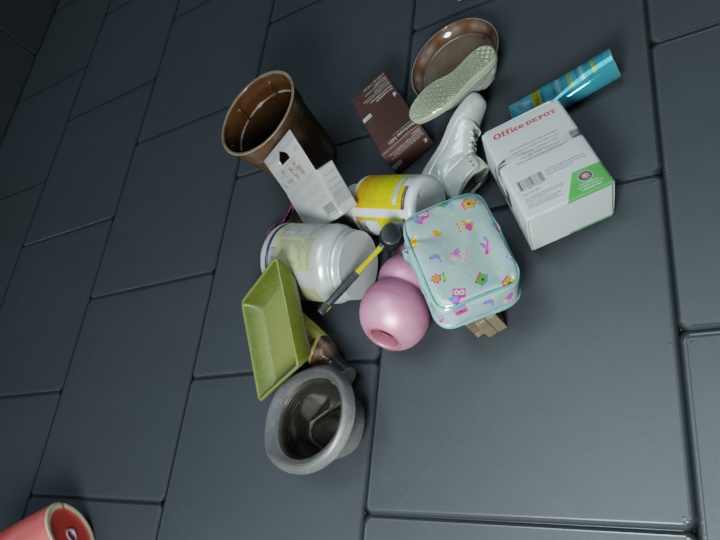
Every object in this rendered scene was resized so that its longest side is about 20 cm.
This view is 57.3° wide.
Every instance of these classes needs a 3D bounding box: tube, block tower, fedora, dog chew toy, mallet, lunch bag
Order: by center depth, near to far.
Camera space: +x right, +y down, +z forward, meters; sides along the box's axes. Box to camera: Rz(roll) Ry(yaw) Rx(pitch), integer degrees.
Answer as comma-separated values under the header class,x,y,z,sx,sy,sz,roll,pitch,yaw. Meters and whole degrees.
class,x,y,z,sx,sy,sz,roll,pitch,yaw
lunch bag,0.153,-0.017,1.040,0.156,0.078,0.204,-23,53,4
block tower,0.176,0.014,1.100,0.053,0.058,0.204,-31,50,17
fedora,-0.066,0.261,1.124,0.197,0.089,0.182,-25,52,33
dog chew toy,0.076,0.032,1.127,0.122,0.125,0.204,2,54,37
mallet,0.000,0.000,1.145,0.041,0.066,0.200,43,93,7
tube,0.354,-0.311,1.155,0.197,0.050,0.079,-28,44,29

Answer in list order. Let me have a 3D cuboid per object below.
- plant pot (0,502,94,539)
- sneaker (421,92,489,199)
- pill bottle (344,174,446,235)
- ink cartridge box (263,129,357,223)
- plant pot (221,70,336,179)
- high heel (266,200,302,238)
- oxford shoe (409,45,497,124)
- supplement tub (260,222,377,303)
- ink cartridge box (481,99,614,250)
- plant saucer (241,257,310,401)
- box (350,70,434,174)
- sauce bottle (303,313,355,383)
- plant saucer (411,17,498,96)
class,x,y,z,sx,sy,sz,roll,pitch,yaw
plant pot,-0.653,0.588,1.341,0.176,0.201,0.202,-37,48,0
sneaker,0.203,-0.218,1.204,0.114,0.073,0.204,30,92,39
pill bottle,0.056,-0.121,1.222,0.197,0.108,0.112,8,70,46
ink cartridge box,-0.100,-0.172,1.265,0.044,0.179,0.199,-34,7,-22
plant pot,-0.163,-0.285,1.427,0.196,0.197,0.206,-17,57,28
high heel,-0.130,-0.102,1.389,0.201,0.066,0.097,-50,35,24
oxford shoe,0.180,-0.339,1.245,0.198,0.058,0.076,-37,55,9
supplement tub,-0.078,-0.015,1.249,0.195,0.144,0.149,4,68,38
ink cartridge box,0.299,-0.158,1.064,0.142,0.085,0.204,-23,52,7
plant saucer,-0.151,0.110,1.209,0.200,0.047,0.206,-43,55,51
box,0.062,-0.307,1.353,0.099,0.075,0.203,-37,51,13
sauce bottle,-0.080,0.143,1.218,0.199,0.064,0.066,35,88,44
plant saucer,0.195,-0.419,1.339,0.196,0.034,0.206,-19,56,30
